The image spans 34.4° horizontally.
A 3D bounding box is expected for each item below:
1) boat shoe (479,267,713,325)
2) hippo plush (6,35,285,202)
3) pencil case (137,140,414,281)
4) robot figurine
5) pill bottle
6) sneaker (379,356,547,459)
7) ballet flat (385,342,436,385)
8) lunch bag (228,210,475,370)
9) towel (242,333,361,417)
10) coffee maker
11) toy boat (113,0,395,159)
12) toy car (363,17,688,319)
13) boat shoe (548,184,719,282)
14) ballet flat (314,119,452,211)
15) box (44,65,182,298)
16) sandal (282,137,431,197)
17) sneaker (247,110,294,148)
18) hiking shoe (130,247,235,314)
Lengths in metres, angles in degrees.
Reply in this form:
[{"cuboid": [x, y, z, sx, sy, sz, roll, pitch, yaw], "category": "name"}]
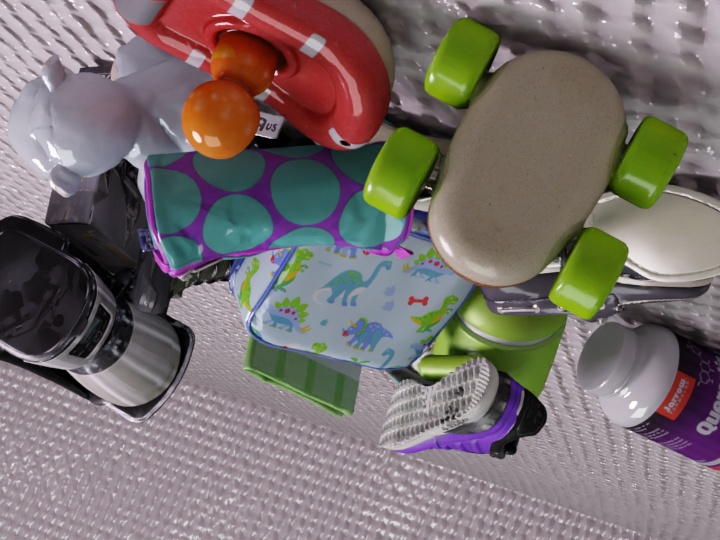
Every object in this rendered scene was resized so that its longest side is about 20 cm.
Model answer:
[{"cuboid": [0.196, 0.012, 0.984, 0.199, 0.073, 0.063, 3, 120, 20], "category": "boat shoe"}, {"cuboid": [-0.178, -0.097, 0.902, 0.161, 0.160, 0.200, -22, -160, -38], "category": "hippo plush"}, {"cuboid": [-0.061, -0.046, 0.860, 0.199, 0.093, 0.085, -6, 176, -17], "category": "pencil case"}, {"cuboid": [0.134, 0.060, 1.123, 0.116, 0.175, 0.200, 29, 137, 20], "category": "robot figurine"}, {"cuboid": [0.328, 0.128, 1.210, 0.200, 0.113, 0.112, 25, 165, -18], "category": "pill bottle"}, {"cuboid": [0.095, 0.141, 1.056, 0.099, 0.070, 0.200, 26, 156, -19], "category": "sneaker"}, {"cuboid": [0.040, 0.074, 1.195, 0.200, 0.068, 0.068, 31, 140, -31], "category": "ballet flat"}, {"cuboid": [0.000, 0.000, 1.026, 0.200, 0.161, 0.083, 15, -148, -34], "category": "lunch bag"}, {"cuboid": [-0.055, 0.047, 1.279, 0.149, 0.200, 0.031, 29, 146, -29], "category": "towel"}, {"cuboid": [-0.279, 0.046, 1.058, 0.192, 0.135, 0.200, 1, 159, 20], "category": "coffee maker"}, {"cuboid": [-0.077, -0.133, 0.777, 0.200, 0.131, 0.130, 26, 161, -17], "category": "toy boat"}, {"cuboid": [0.106, -0.054, 0.804, 0.164, 0.158, 0.200, 29, 174, 6], "category": "toy car"}, {"cuboid": [0.218, -0.028, 0.901, 0.066, 0.075, 0.199, -7, -179, -44], "category": "boat shoe"}, {"cuboid": [0.030, -0.086, 0.943, 0.200, 0.070, 0.069, 16, 165, 20], "category": "ballet flat"}, {"cuboid": [-0.219, -0.079, 1.120, 0.048, 0.159, 0.200, 0, 159, 17], "category": "box"}, {"cuboid": [0.002, -0.072, 1.056, 0.200, 0.075, 0.048, 29, -157, -39], "category": "sandal"}, {"cuboid": [-0.118, -0.127, 1.048, 0.200, 0.072, 0.083, 25, 137, -14], "category": "sneaker"}, {"cuboid": [-0.132, -0.023, 1.038, 0.100, 0.200, 0.076, 24, 128, 0], "category": "hiking shoe"}]
